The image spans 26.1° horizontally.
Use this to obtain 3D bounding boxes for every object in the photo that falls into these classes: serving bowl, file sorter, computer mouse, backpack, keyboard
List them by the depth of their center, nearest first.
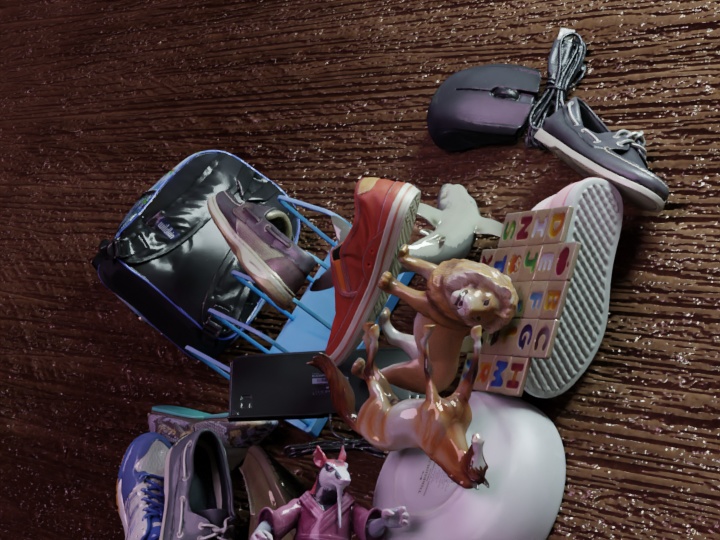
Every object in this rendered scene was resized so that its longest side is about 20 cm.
[{"bbox_3d":[0.081,0.189,1.356,0.199,0.066,0.202,-29,42,29],"label":"serving bowl"},{"bbox_3d":[-0.028,0.130,1.477,0.197,0.021,0.128,-3,50,3],"label":"keyboard"},{"bbox_3d":[-0.069,0.041,1.606,0.138,0.122,0.201,19,76,54],"label":"file sorter"},{"bbox_3d":[0.137,-0.183,1.624,0.198,0.053,0.140,-8,55,45],"label":"computer mouse"},{"bbox_3d":[-0.179,-0.022,1.736,0.201,0.182,0.147,-55,7,-28],"label":"backpack"}]

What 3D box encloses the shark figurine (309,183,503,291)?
[{"bbox_3d":[0.062,-0.010,1.520,0.128,0.213,0.090,32,128,31],"label":"shark figurine"}]

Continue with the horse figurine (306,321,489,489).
[{"bbox_3d":[0.040,0.113,1.345,0.198,0.050,0.135,0,92,42],"label":"horse figurine"}]

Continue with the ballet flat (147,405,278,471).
[{"bbox_3d":[-0.156,0.180,1.648,0.199,0.072,0.073,-3,58,48],"label":"ballet flat"}]

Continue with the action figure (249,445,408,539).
[{"bbox_3d":[-0.027,0.255,1.359,0.132,0.149,0.203,7,74,4],"label":"action figure"}]

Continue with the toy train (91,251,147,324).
[{"bbox_3d":[-0.295,0.019,1.950,0.034,0.046,0.200,-52,35,-1],"label":"toy train"}]

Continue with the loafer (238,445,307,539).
[{"bbox_3d":[-0.079,0.243,1.483,0.067,0.076,0.200,-42,36,4],"label":"loafer"}]

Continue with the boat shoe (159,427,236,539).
[{"bbox_3d":[-0.157,0.252,1.537,0.062,0.072,0.202,-44,44,46],"label":"boat shoe"}]

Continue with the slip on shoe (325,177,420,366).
[{"bbox_3d":[0.000,0.000,1.432,0.074,0.061,0.202,-50,-19,-56],"label":"slip on shoe"}]

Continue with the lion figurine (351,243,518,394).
[{"bbox_3d":[0.069,0.056,1.404,0.073,0.121,0.201,-53,-15,-39],"label":"lion figurine"}]

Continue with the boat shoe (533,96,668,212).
[{"bbox_3d":[0.231,-0.113,1.441,0.063,0.072,0.200,-53,30,4],"label":"boat shoe"}]

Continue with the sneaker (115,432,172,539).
[{"bbox_3d":[-0.208,0.261,1.593,0.088,0.074,0.203,-35,49,56],"label":"sneaker"}]

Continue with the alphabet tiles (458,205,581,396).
[{"bbox_3d":[0.135,0.026,1.368,0.200,0.006,0.169,177,111,-71],"label":"alphabet tiles"}]

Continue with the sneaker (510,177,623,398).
[{"bbox_3d":[0.173,0.018,1.401,0.104,0.075,0.203,-9,62,67],"label":"sneaker"}]

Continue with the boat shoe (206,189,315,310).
[{"bbox_3d":[-0.096,-0.031,1.539,0.065,0.072,0.200,-38,33,-1],"label":"boat shoe"}]
